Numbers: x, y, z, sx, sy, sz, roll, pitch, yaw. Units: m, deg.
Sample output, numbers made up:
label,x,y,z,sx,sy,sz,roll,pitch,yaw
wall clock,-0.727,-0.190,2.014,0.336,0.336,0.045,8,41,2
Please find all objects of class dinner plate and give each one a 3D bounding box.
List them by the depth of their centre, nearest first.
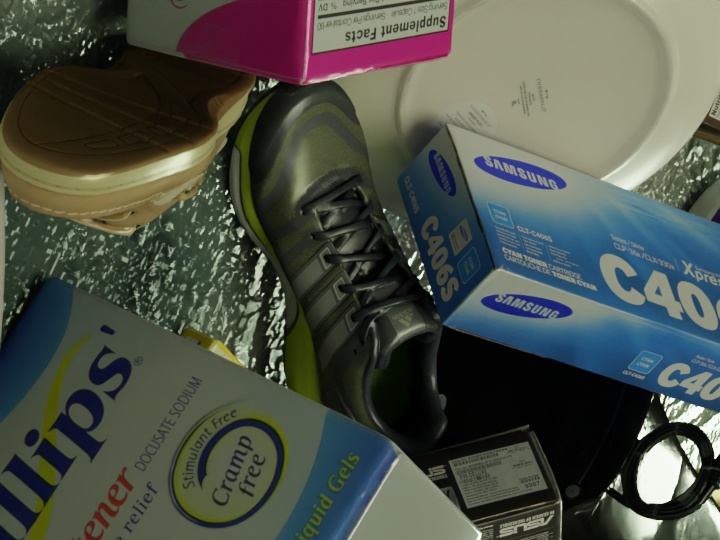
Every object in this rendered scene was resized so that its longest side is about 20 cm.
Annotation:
label,x,y,z,sx,sy,sz,roll,pitch,yaw
dinner plate,0.080,-0.088,1.286,0.200,0.024,0.200,-7,132,-8

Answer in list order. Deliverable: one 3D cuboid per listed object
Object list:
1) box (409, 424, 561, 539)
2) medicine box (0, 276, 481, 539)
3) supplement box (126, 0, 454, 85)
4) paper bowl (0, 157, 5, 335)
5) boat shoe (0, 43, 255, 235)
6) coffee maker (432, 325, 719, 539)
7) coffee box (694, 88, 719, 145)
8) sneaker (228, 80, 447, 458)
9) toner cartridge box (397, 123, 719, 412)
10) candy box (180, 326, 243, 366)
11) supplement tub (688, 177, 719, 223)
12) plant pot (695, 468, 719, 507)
label,x,y,z,sx,sy,sz,roll,pitch,yaw
box,-0.005,0.163,1.288,0.200,0.050,0.158,-14,138,-10
medicine box,-0.087,0.129,1.136,0.182,0.200,0.103,-58,146,-13
supplement box,-0.024,-0.185,1.114,0.103,0.101,0.200,-13,114,-49
paper bowl,-0.190,-0.006,0.963,0.201,0.104,0.201,2,90,-87
boat shoe,-0.094,-0.044,1.103,0.065,0.071,0.200,-69,169,19
coffee maker,0.121,0.132,1.418,0.135,0.192,0.200,-44,139,-8
coffee box,0.192,-0.109,1.448,0.200,0.114,0.080,17,95,-54
sneaker,0.000,0.000,1.263,0.074,0.081,0.200,-32,123,-25
toner cartridge box,0.116,0.004,1.300,0.200,0.095,0.043,18,128,-34
candy box,-0.058,0.116,1.318,0.102,0.026,0.200,-55,143,-12
supplement tub,0.284,0.033,1.571,0.145,0.200,0.146,-29,130,-41
plant pot,0.197,0.226,1.576,0.201,0.189,0.201,-28,129,-41
